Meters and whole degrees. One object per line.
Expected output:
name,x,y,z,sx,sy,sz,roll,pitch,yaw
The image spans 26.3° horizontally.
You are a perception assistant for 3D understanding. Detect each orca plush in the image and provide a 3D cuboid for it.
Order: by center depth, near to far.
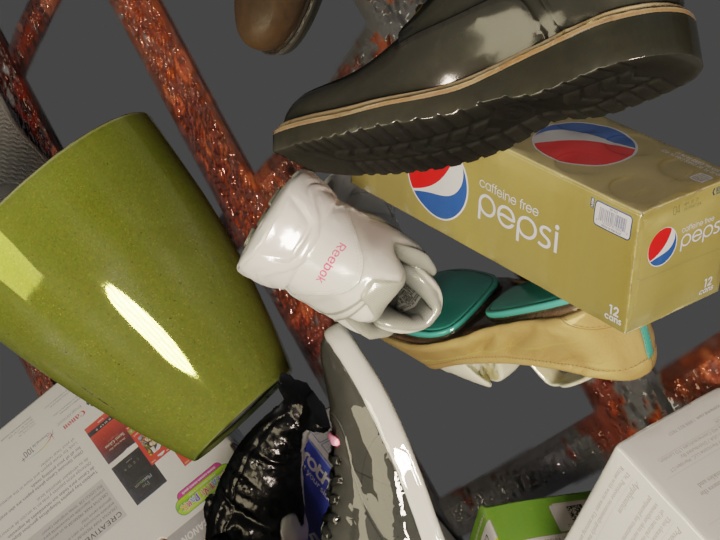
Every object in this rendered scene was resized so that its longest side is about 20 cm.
orca plush,-0.067,0.171,1.002,0.105,0.071,0.200,38,124,15

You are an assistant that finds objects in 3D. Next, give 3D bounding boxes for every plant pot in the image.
plant pot,-0.148,0.028,1.058,0.200,0.187,0.187,47,145,4

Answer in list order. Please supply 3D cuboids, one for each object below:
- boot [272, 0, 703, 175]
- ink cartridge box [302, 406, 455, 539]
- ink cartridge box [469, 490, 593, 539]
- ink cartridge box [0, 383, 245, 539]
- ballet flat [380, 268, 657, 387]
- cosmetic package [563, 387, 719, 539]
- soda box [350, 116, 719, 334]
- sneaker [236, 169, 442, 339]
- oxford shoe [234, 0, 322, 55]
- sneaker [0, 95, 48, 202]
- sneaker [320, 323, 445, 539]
boot,0.048,-0.127,0.694,0.200,0.077,0.138,-13,75,25
ink cartridge box,0.020,0.192,1.015,0.200,0.044,0.094,49,142,26
ink cartridge box,0.116,0.240,0.816,0.200,0.076,0.148,-112,24,-44
ink cartridge box,-0.181,0.168,1.139,0.176,0.200,0.084,50,178,25
ballet flat,0.077,0.036,0.821,0.200,0.069,0.063,-4,121,57
cosmetic package,0.193,0.168,0.718,0.200,0.081,0.113,49,143,25
soda box,0.082,-0.046,0.756,0.200,0.068,0.064,32,131,42
sneaker,0.000,0.000,0.835,0.099,0.200,0.078,35,101,6
oxford shoe,-0.062,-0.206,0.856,0.073,0.084,0.200,37,139,36
sneaker,-0.314,-0.060,1.316,0.200,0.074,0.118,59,141,30
sneaker,-0.010,0.134,0.820,0.071,0.099,0.200,-11,-98,-89
